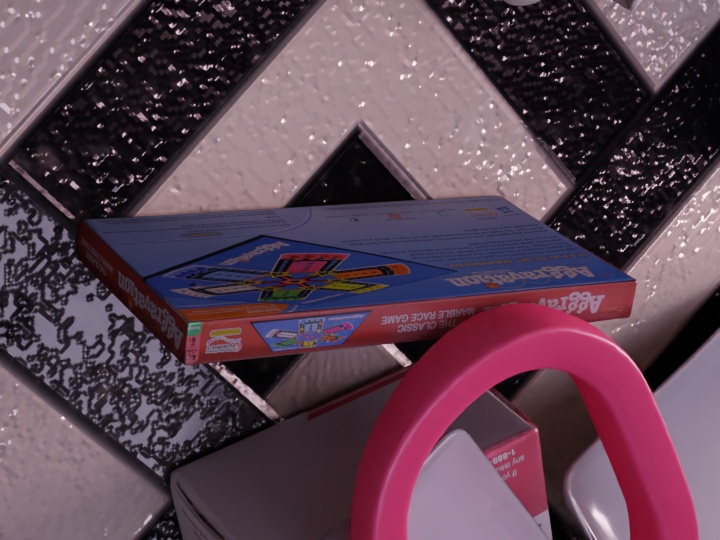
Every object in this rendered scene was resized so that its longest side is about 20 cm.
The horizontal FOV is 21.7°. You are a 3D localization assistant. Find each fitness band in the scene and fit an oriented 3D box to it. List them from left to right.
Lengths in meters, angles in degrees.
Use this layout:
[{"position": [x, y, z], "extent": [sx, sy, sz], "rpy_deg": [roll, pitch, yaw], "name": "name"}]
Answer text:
[{"position": [0.064, 0.106, 0.742], "extent": [0.143, 0.037, 0.201], "rpy_deg": [-38, 126, -17], "name": "fitness band"}]

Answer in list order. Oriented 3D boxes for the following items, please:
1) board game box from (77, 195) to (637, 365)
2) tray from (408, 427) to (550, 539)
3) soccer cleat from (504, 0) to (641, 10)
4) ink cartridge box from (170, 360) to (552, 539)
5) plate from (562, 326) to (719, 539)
[{"position": [0.000, 0.000, 0.741], "extent": [0.199, 0.103, 0.020], "rpy_deg": [-4, 113, -30], "name": "board game box"}, {"position": [0.045, 0.157, 0.785], "extent": [0.107, 0.022, 0.200], "rpy_deg": [-45, 127, -10], "name": "tray"}, {"position": [0.053, -0.143, 0.735], "extent": [0.199, 0.069, 0.078], "rpy_deg": [1, 113, -35], "name": "soccer cleat"}, {"position": [0.011, 0.161, 0.833], "extent": [0.145, 0.085, 0.201], "rpy_deg": [-23, 123, -22], "name": "ink cartridge box"}, {"position": [0.189, 0.129, 0.904], "extent": [0.199, 0.032, 0.201], "rpy_deg": [-38, 104, -36], "name": "plate"}]
